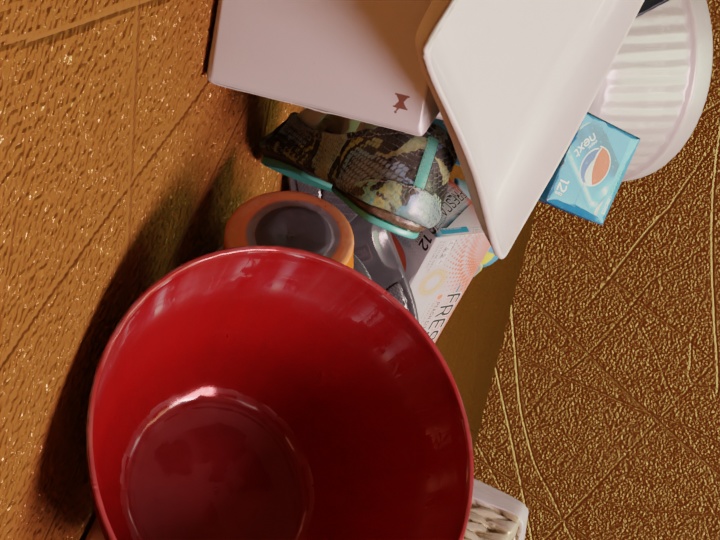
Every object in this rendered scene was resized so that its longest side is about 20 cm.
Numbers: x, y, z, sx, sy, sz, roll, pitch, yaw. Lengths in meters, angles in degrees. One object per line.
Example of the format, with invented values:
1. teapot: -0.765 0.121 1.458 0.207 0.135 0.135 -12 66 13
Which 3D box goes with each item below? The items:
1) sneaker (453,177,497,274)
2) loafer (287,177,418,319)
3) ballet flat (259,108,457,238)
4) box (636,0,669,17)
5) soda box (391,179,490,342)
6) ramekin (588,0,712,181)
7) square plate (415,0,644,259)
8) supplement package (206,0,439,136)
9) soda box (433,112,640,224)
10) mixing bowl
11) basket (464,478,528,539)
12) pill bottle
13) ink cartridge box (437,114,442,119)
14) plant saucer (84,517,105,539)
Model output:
1. sneaker: 0.043 -0.050 1.340 0.200 0.130 0.080 46 61 -78
2. loafer: 0.000 0.000 1.218 0.063 0.071 0.202 -68 148 -70
3. ballet flat: 0.001 -0.068 1.023 0.200 0.074 0.075 29 -74 63
4. box: 0.126 -0.284 1.085 0.123 0.197 0.201 -28 141 -23
5. soda box: 0.014 0.031 1.290 0.068 0.064 0.201 -7 134 -45
6. ramekin: 0.158 -0.165 1.399 0.104 0.200 0.202 -7 120 -36
7. square plate: 0.090 -0.135 0.947 0.199 0.028 0.200 -61 154 -19
8. supplement package: 0.010 -0.165 0.988 0.200 0.116 0.118 -56 159 -64
9. soda box: 0.101 -0.098 1.331 0.064 0.200 0.068 20 95 -40
10. mixing bowl: -0.054 0.100 0.924 0.108 0.199 0.201 -38 -152 60
11. basket: 0.014 0.230 1.456 0.124 0.199 0.136 -53 157 -49
12. pill bottle: -0.045 0.049 1.057 0.201 0.105 0.107 96 14 -46
13. ink cartridge box: 0.059 -0.226 1.282 0.146 0.084 0.201 85 21 -67
14. plant saucer: -0.129 0.202 1.030 0.200 0.037 0.202 15 90 -81
